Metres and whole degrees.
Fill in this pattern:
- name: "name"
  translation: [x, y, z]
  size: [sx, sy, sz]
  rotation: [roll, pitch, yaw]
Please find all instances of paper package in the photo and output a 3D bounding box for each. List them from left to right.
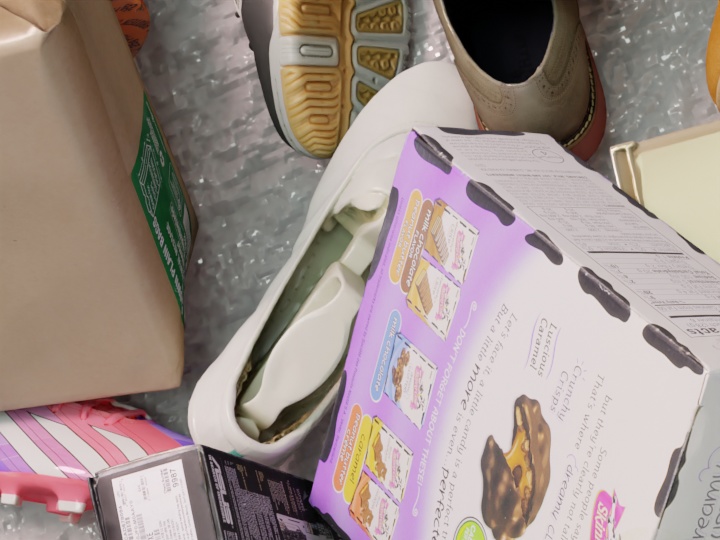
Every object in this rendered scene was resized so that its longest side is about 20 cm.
- name: "paper package"
  translation: [-0.179, -0.040, 0.990]
  size: [0.190, 0.200, 0.104]
  rotation: [-7, 43, 11]

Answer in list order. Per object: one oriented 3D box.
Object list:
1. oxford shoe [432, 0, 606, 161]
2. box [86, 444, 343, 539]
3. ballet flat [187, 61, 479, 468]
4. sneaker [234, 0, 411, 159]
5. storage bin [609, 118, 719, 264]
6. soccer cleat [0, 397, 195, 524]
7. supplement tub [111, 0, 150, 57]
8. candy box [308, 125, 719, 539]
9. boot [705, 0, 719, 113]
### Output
- name: "oxford shoe"
  translation: [0.055, -0.139, 1.007]
  size: [0.070, 0.075, 0.200]
  rotation: [-22, 61, 4]
- name: "box"
  translation: [-0.033, 0.176, 0.936]
  size: [0.050, 0.158, 0.200]
  rotation: [-18, 74, 15]
- name: "ballet flat"
  translation: [0.000, 0.000, 0.997]
  size: [0.069, 0.069, 0.200]
  rotation: [30, 80, 23]
- name: "sneaker"
  translation: [-0.035, -0.143, 1.062]
  size: [0.088, 0.076, 0.200]
  rotation: [-13, 78, 43]
- name: "storage bin"
  translation: [0.217, 0.025, 0.914]
  size: [0.200, 0.094, 0.199]
  rotation: [-15, 75, 16]
- name: "soccer cleat"
  translation: [-0.144, 0.070, 1.050]
  size: [0.200, 0.067, 0.077]
  rotation: [2, 75, 23]
- name: "supplement tub"
  translation: [-0.177, -0.174, 1.081]
  size: [0.122, 0.123, 0.200]
  rotation: [-31, 71, 11]
- name: "candy box"
  translation: [0.074, 0.063, 0.892]
  size: [0.200, 0.071, 0.168]
  rotation: [43, 125, 49]
- name: "boot"
  translation: [0.140, -0.162, 0.987]
  size: [0.144, 0.071, 0.201]
  rotation: [22, 70, 24]
